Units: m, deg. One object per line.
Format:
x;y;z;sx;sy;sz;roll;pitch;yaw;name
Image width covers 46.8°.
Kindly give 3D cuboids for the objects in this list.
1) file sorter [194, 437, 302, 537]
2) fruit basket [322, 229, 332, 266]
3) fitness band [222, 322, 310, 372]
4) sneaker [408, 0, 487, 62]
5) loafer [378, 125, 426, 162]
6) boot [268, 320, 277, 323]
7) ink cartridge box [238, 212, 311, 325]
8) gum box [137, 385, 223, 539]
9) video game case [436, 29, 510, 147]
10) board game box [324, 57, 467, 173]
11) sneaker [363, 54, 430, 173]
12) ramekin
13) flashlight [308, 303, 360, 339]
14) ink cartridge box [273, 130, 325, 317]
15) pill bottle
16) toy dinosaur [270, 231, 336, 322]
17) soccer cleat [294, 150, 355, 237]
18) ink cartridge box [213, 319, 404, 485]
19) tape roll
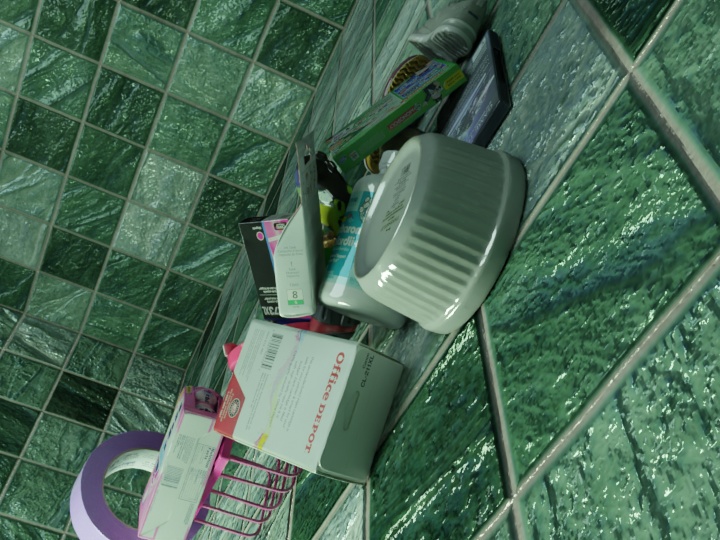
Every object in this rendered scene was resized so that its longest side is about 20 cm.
-0.167;0.286;1.240;0.139;0.125;0.200;-84;19;-46;file sorter
-0.050;0.009;1.359;0.200;0.094;0.186;39;-107;-87;fruit basket
-0.112;0.116;1.178;0.200;0.143;0.038;60;-162;-73;fitness band
0.135;-0.348;1.213;0.082;0.075;0.200;-54;19;-3;sneaker
0.055;-0.172;1.193;0.068;0.076;0.200;-60;14;4;loafer
-0.139;0.150;1.389;0.200;0.065;0.165;-101;25;-49;boot
-0.111;0.016;1.226;0.037;0.095;0.200;-38;-61;-52;ink cartridge box
-0.250;0.269;1.175;0.113;0.066;0.200;-144;74;-74;gum box
0.136;-0.197;1.035;0.200;0.019;0.143;-86;22;-51;video game case
0.043;-0.214;1.131;0.200;0.029;0.135;-36;19;5;board game box
0.053;-0.251;1.335;0.200;0.075;0.090;-66;18;7;sneaker
0.072;-0.044;0.854;0.200;0.105;0.201;-158;90;-78;ramekin
-0.045;0.130;1.083;0.068;0.068;0.200;-125;44;-76;flashlight
-0.078;-0.061;1.016;0.161;0.050;0.200;-78;-18;-75;ink cartridge box
0.029;-0.039;0.997;0.111;0.111;0.200;165;124;-74;pill bottle
-0.105;-0.018;1.255;0.200;0.060;0.106;-43;40;36;toy dinosaur
-0.027;-0.077;1.120;0.200;0.065;0.084;55;156;33;soccer cleat
-0.063;0.149;0.963;0.200;0.083;0.146;8;74;47;ink cartridge box
-0.335;0.348;1.272;0.066;0.200;0.200;-52;20;40;tape roll
